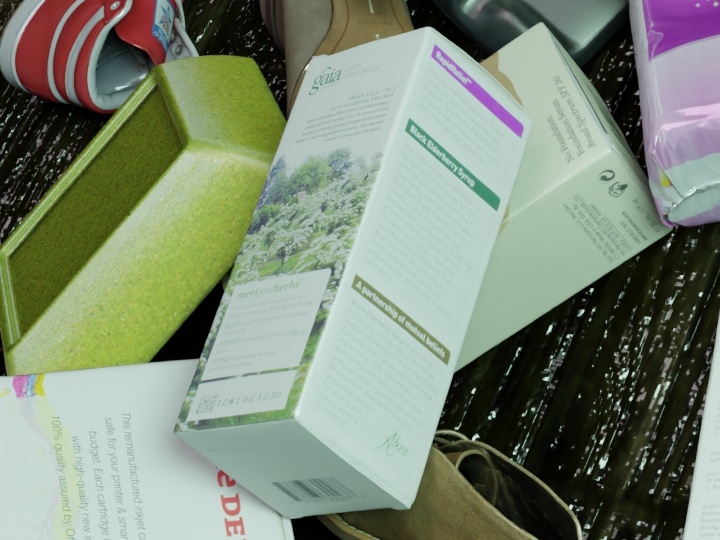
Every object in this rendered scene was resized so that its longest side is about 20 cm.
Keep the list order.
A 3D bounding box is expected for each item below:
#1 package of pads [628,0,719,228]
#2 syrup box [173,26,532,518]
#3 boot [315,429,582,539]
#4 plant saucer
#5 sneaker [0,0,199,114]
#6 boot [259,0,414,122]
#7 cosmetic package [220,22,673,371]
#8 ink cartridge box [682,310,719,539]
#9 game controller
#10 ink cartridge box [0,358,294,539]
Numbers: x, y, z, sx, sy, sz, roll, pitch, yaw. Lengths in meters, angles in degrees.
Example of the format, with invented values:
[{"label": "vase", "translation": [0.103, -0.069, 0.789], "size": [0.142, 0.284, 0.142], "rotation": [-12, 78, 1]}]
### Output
[{"label": "package of pads", "translation": [0.183, -0.119, 1.164], "size": [0.120, 0.076, 0.200], "rotation": [-9, 52, 11]}, {"label": "syrup box", "translation": [0.000, 0.000, 1.104], "size": [0.079, 0.081, 0.200], "rotation": [-10, 51, 44]}, {"label": "boot", "translation": [0.034, 0.092, 1.108], "size": [0.074, 0.076, 0.200], "rotation": [-21, 39, -30]}, {"label": "plant saucer", "translation": [-0.121, -0.020, 1.282], "size": [0.200, 0.048, 0.200], "rotation": [-49, 22, 9]}, {"label": "sneaker", "translation": [-0.118, -0.176, 1.450], "size": [0.112, 0.071, 0.200], "rotation": [26, 83, 50]}, {"label": "boot", "translation": [-0.018, -0.122, 1.332], "size": [0.146, 0.070, 0.200], "rotation": [-152, 75, -67]}, {"label": "cosmetic package", "translation": [0.036, -0.015, 1.209], "size": [0.200, 0.071, 0.105], "rotation": [-35, 44, 10]}, {"label": "ink cartridge box", "translation": [0.211, 0.091, 1.017], "size": [0.161, 0.050, 0.200], "rotation": [-6, 58, 33]}, {"label": "game controller", "translation": [0.126, -0.187, 1.277], "size": [0.200, 0.042, 0.104], "rotation": [-45, 85, 0]}, {"label": "ink cartridge box", "translation": [-0.134, 0.125, 1.132], "size": [0.199, 0.085, 0.145], "rotation": [-5, 57, -10]}]
